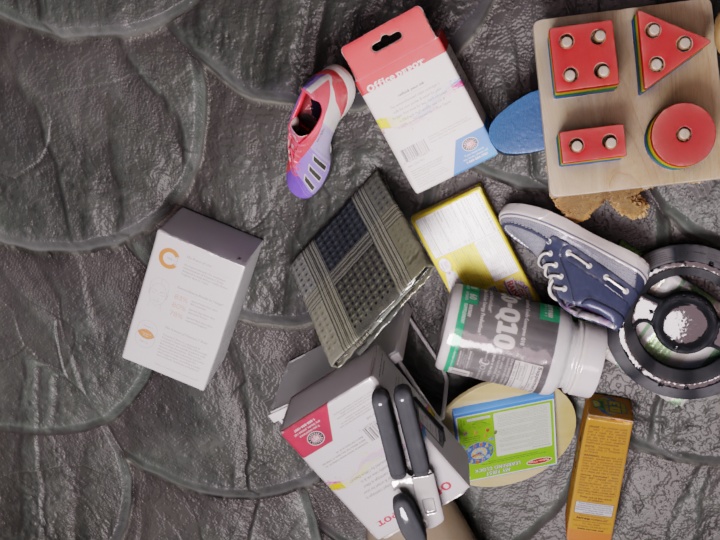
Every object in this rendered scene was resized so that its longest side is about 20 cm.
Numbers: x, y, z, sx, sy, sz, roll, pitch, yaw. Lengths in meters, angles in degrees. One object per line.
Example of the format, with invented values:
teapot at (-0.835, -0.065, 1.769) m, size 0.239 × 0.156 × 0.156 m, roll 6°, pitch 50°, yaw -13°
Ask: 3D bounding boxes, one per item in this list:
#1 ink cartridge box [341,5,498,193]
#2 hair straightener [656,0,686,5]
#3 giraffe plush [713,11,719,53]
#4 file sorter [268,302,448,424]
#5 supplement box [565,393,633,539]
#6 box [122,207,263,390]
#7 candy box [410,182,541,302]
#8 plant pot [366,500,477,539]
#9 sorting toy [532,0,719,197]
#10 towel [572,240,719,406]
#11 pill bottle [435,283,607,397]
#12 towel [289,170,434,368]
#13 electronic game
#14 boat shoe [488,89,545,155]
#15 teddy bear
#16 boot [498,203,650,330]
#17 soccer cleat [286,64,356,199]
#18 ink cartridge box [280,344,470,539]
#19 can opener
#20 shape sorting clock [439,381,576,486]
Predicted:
ink cartridge box at (0.074, -0.211, 1.248) m, size 0.116 × 0.067 × 0.201 m, roll -25°, pitch 105°, yaw 18°
hair straightener at (0.378, -0.271, 1.190) m, size 0.076 × 0.041 × 0.201 m, roll -1°, pitch 107°, yaw 10°
giraffe plush at (0.496, -0.285, 1.102) m, size 0.199 × 0.162 × 0.174 m, roll 10°, pitch 123°, yaw 29°
file sorter at (0.003, 0.163, 1.375) m, size 0.199 × 0.139 × 0.125 m, roll -27°, pitch 108°, yaw 19°
supplement box at (0.323, 0.272, 1.397) m, size 0.068 × 0.067 × 0.201 m, roll 5°, pitch 113°, yaw 8°
box at (-0.226, 0.038, 1.386) m, size 0.124 × 0.098 × 0.201 m, roll 22°, pitch 114°, yaw 1°
candy box at (0.155, -0.005, 1.338) m, size 0.102 × 0.026 × 0.201 m, roll -25°, pitch 106°, yaw 16°
plant pot at (0.088, 0.399, 1.440) m, size 0.199 × 0.200 × 0.175 m, roll -15°, pitch 92°, yaw 16°
sorting toy at (0.301, -0.193, 1.134) m, size 0.197 × 0.070 × 0.201 m, roll -6°, pitch 90°, yaw 7°
towel at (0.377, 0.069, 1.331) m, size 0.199 × 0.031 × 0.150 m, roll 34°, pitch 111°, yaw -2°
pill bottle at (0.201, 0.092, 1.296) m, size 0.199 × 0.113 × 0.114 m, roll 13°, pitch 113°, yaw 2°
towel at (0.000, 0.000, 1.294) m, size 0.034 × 0.201 × 0.193 m, roll 25°, pitch 118°, yaw -39°
electronic game at (0.406, 0.065, 1.284) m, size 0.199 × 0.042 × 0.201 m, roll 4°, pitch 104°, yaw 16°
boat shoe at (0.248, -0.186, 1.211) m, size 0.199 × 0.069 × 0.085 m, roll -21°, pitch 88°, yaw 7°
teddy bear at (0.324, -0.129, 1.232) m, size 0.200 × 0.067 × 0.145 m, roll -34°, pitch 126°, yaw 31°
boot at (0.247, -0.007, 1.260) m, size 0.199 × 0.073 × 0.091 m, roll 25°, pitch 73°, yaw 18°
soccer cleat at (-0.066, -0.162, 1.264) m, size 0.068 × 0.073 × 0.201 m, roll 42°, pitch 136°, yaw 17°
ink cartridge box at (0.020, 0.214, 1.274) m, size 0.147 × 0.086 × 0.200 m, roll -33°, pitch 110°, yaw 19°
can opener at (0.055, 0.232, 1.195) m, size 0.053 × 0.067 × 0.201 m, roll -11°, pitch 114°, yaw 8°
shape sorting clock at (0.194, 0.219, 1.391) m, size 0.199 × 0.039 × 0.201 m, roll -4°, pitch 122°, yaw -7°
